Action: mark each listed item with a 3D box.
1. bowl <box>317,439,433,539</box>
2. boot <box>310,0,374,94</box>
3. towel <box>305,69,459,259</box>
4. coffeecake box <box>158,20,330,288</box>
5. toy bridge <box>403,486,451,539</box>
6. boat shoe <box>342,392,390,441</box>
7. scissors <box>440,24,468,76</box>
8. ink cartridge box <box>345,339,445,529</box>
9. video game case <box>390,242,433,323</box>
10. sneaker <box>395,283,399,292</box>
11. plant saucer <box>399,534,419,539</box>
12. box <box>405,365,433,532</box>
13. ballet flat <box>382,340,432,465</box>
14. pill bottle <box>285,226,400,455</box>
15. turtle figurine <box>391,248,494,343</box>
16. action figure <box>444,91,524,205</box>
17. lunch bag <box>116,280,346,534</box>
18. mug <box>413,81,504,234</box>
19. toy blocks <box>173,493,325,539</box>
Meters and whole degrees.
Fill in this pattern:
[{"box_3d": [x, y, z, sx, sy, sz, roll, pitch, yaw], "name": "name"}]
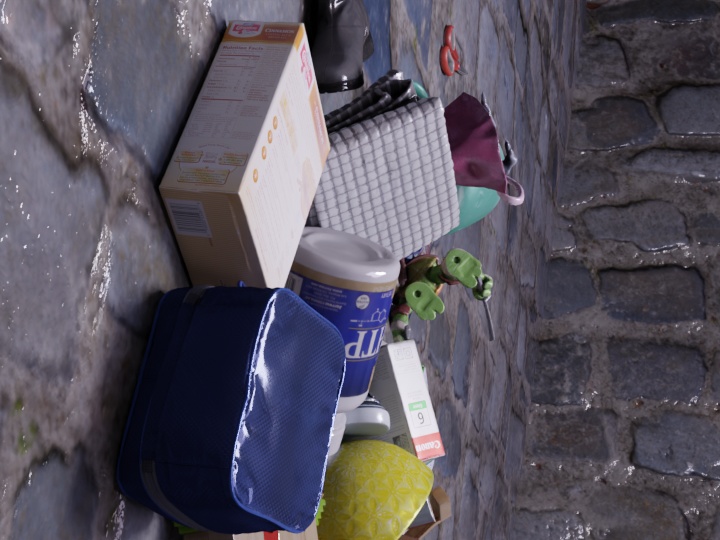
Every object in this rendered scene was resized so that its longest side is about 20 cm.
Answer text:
[{"box_3d": [-0.031, 0.239, 1.393, 0.108, 0.200, 0.200, 47, 27, -6], "name": "bowl"}, {"box_3d": [-0.030, -0.265, 1.375, 0.201, 0.069, 0.133, -80, 166, -63], "name": "boot"}, {"box_3d": [0.007, -0.091, 1.364, 0.086, 0.164, 0.201, 56, -12, 41], "name": "towel"}, {"box_3d": [-0.093, -0.090, 1.150, 0.154, 0.072, 0.201, 78, 23, -49], "name": "coffeecake box"}, {"box_3d": [0.019, 0.326, 1.579, 0.198, 0.027, 0.068, -26, 137, -18], "name": "toy bridge"}, {"box_3d": [-0.019, 0.132, 1.436, 0.200, 0.070, 0.092, 149, -56, -71], "name": "boat shoe"}, {"box_3d": [0.150, -0.323, 2.138, 0.200, 0.014, 0.074, 54, 41, -70], "name": "scissors"}, {"box_3d": [0.036, 0.191, 1.518, 0.050, 0.108, 0.202, -7, 77, -44], "name": "ink cartridge box"}, {"box_3d": [0.069, -0.052, 1.885, 0.201, 0.025, 0.182, -70, 160, -45], "name": "video game case"}, {"box_3d": [0.000, 0.000, 1.565, 0.200, 0.074, 0.091, -59, 145, -73], "name": "sneaker"}, {"box_3d": [-0.018, 0.348, 1.480, 0.199, 0.037, 0.201, -35, 161, -13], "name": "plant saucer"}, {"box_3d": [0.028, 0.247, 1.690, 0.178, 0.095, 0.201, 82, 19, -44], "name": "box"}, {"box_3d": [0.042, 0.141, 1.599, 0.068, 0.062, 0.202, 76, -9, -71], "name": "ballet flat"}, {"box_3d": [-0.040, 0.071, 1.296, 0.120, 0.118, 0.202, -40, 146, -70], "name": "pill bottle"}, {"box_3d": [0.109, 0.050, 1.706, 0.194, 0.142, 0.203, 118, -34, -82], "name": "turtle figurine"}, {"box_3d": [0.076, -0.127, 1.592, 0.134, 0.198, 0.150, -115, 179, -56], "name": "action figure"}, {"box_3d": [-0.105, 0.102, 1.063, 0.136, 0.131, 0.202, 44, 51, -50], "name": "lunch bag"}, {"box_3d": [0.082, -0.130, 1.705, 0.114, 0.184, 0.153, -27, 150, -55], "name": "mug"}, {"box_3d": [-0.089, 0.271, 1.176, 0.200, 0.099, 0.138, 22, 57, -62], "name": "toy blocks"}]
